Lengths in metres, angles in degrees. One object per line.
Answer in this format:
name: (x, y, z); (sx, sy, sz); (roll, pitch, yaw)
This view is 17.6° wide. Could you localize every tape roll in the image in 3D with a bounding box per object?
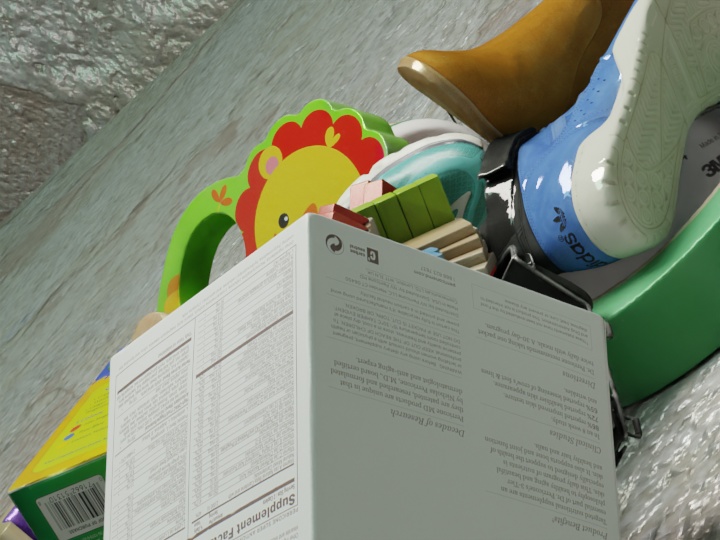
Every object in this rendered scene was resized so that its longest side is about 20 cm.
tape roll: (0.159, -0.018, 1.170); (0.200, 0.048, 0.200); (-45, 13, 13)

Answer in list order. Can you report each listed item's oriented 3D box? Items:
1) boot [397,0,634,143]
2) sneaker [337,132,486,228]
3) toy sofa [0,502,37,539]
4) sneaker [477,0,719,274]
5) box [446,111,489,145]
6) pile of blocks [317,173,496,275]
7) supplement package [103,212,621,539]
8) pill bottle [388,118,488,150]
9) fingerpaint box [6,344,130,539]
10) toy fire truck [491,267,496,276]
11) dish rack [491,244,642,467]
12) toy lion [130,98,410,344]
boot: (0.104, -0.130, 1.229); (0.144, 0.071, 0.201); (-54, -25, 7)
sneaker: (0.000, 0.000, 1.311); (0.200, 0.078, 0.080); (-37, 11, 13)
toy sofa: (-0.176, 0.142, 1.693); (0.200, 0.083, 0.098); (-53, 13, -23)
sneaker: (0.120, -0.073, 1.173); (0.111, 0.077, 0.200); (-22, 34, 42)
box: (0.148, -0.137, 1.434); (0.160, 0.044, 0.200); (-34, 5, -12)
pile of blocks: (0.012, -0.011, 1.077); (0.082, 0.062, 0.200); (-19, 14, 15)
supplement package: (-0.001, 0.114, 0.901); (0.151, 0.151, 0.201); (-34, 47, 44)
pill bottle: (0.018, -0.041, 1.540); (0.113, 0.113, 0.200); (-50, 14, -10)
fingerpaint box: (-0.058, 0.072, 1.206); (0.200, 0.073, 0.167); (-23, 16, 24)
toy fire truck: (0.117, -0.030, 1.331); (0.200, 0.049, 0.141); (-47, 13, 1)
dish rack: (0.066, 0.091, 1.032); (0.200, 0.054, 0.154); (-92, 23, -70)
toy lion: (-0.045, -0.010, 1.435); (0.200, 0.069, 0.192); (9, 88, 45)
